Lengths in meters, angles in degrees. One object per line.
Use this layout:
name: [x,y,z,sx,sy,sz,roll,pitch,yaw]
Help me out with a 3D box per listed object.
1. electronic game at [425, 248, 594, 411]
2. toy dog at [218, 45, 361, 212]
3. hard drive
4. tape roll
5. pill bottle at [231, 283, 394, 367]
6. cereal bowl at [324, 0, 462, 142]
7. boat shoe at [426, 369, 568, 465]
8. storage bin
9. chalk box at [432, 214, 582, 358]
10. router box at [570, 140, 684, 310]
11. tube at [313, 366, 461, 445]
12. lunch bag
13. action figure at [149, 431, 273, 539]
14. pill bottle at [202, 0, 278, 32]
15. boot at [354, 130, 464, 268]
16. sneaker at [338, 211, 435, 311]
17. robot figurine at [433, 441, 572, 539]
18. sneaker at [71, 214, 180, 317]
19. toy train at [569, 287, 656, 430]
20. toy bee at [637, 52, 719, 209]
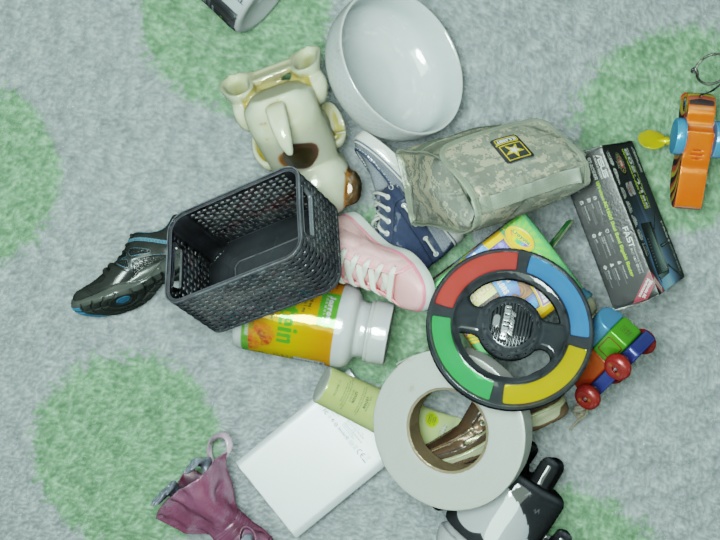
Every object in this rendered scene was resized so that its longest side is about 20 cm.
electronic game: [0.177,0.068,1.232,0.199,0.042,0.200,0,71,0]
toy dog: [-0.070,-0.160,1.335,0.139,0.194,0.200,-25,123,-5]
hard drive: [-0.050,0.247,1.403,0.200,0.025,0.132,-40,87,3]
tape roll: [0.112,0.194,1.283,0.202,0.037,0.203,2,95,25]
pill bottle: [-0.060,0.065,1.362,0.200,0.111,0.111,11,90,4]
cereal bowl: [0.033,-0.257,1.344,0.200,0.083,0.201,11,72,-35]
boat shoe: [0.163,0.188,1.342,0.202,0.075,0.075,-25,96,-2]
storage bin: [-0.132,-0.023,1.273,0.200,0.094,0.135,-21,53,23]
chalk box: [0.200,0.007,1.337,0.200,0.125,0.124,-37,87,4]
router box: [0.333,-0.061,1.310,0.062,0.150,0.200,-21,88,29]
tube: [0.036,0.189,1.363,0.200,0.052,0.058,28,118,-13]
lunch bag: [0.159,-0.114,1.252,0.164,0.200,0.118,-18,105,-20]
action figure: [-0.177,0.343,1.394,0.200,0.134,0.149,43,51,-8]
pill bottle: [-0.201,-0.420,1.379,0.200,0.106,0.106,43,93,3]
boot: [0.042,-0.083,1.354,0.090,0.073,0.200,-45,103,-4]
sneaker: [0.000,0.000,1.314,0.200,0.105,0.075,41,137,38]
robot figurine: [0.181,0.315,1.335,0.125,0.150,0.200,32,92,-29]
sneaker: [-0.305,-0.003,1.411,0.200,0.073,0.082,-26,71,-2]
toy train: [0.276,0.118,1.328,0.116,0.085,0.200,46,137,13]
toy bee: [0.441,-0.185,1.343,0.131,0.109,0.200,25,116,-4]
